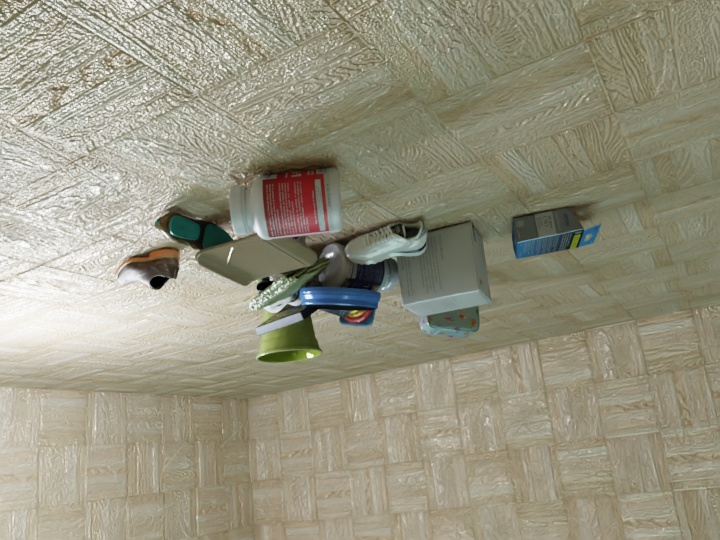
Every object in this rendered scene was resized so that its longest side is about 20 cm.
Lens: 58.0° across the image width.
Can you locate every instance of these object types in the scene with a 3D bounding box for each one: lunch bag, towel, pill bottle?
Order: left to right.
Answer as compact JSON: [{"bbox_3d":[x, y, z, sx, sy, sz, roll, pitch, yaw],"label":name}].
[{"bbox_3d":[-0.131,-0.117,1.162,0.193,0.116,0.113,-6,164,-2],"label":"pill bottle"},{"bbox_3d":[-0.165,0.034,1.509,0.198,0.037,0.147,-32,176,43],"label":"towel"},{"bbox_3d":[0.000,0.000,1.596,0.196,0.115,0.110,8,158,-40],"label":"pill bottle"},{"bbox_3d":[0.278,0.121,2.035,0.194,0.166,0.077,6,156,-20],"label":"lunch bag"}]

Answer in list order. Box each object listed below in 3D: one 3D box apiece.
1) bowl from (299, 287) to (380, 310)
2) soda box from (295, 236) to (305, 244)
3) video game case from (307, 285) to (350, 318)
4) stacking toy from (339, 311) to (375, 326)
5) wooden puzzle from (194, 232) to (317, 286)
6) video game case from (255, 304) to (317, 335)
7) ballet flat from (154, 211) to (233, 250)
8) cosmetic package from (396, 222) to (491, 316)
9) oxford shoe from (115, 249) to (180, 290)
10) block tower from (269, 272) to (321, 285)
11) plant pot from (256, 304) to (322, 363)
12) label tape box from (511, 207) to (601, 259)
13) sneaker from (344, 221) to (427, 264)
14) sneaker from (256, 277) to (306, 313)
[{"bbox_3d":[-0.048,0.069,1.538,0.193,0.041,0.201,2,173,0],"label":"bowl"},{"bbox_3d":[-0.202,-0.047,1.446,0.067,0.066,0.198,9,157,-37],"label":"soda box"},{"bbox_3d":[-0.111,0.071,1.807,0.194,0.019,0.143,18,149,-12],"label":"video game case"},{"bbox_3d":[-0.031,0.076,1.888,0.112,0.113,0.201,2,155,20],"label":"stacking toy"},{"bbox_3d":[-0.214,-0.032,1.345,0.195,0.038,0.184,-18,154,24],"label":"wooden puzzle"},{"bbox_3d":[-0.157,0.102,1.702,0.197,0.026,0.180,-21,-171,42],"label":"video game case"},{"bbox_3d":[-0.341,-0.071,1.329,0.071,0.070,0.198,7,173,33],"label":"ballet flat"},{"bbox_3d":[0.205,0.003,1.595,0.194,0.171,0.164,-11,163,19],"label":"cosmetic package"},{"bbox_3d":[-0.496,0.010,1.497,0.195,0.075,0.071,-17,161,31],"label":"oxford shoe"},{"bbox_3d":[-0.142,0.000,1.642,0.196,0.060,0.053,9,158,-38],"label":"block tower"},{"bbox_3d":[-0.213,0.159,1.903,0.193,0.191,0.201,-5,163,-2],"label":"plant pot"},{"bbox_3d":[0.467,-0.093,1.568,0.193,0.068,0.143,-13,163,10],"label":"label tape box"},{"bbox_3d":[0.056,-0.071,1.485,0.193,0.079,0.081,-12,152,2],"label":"sneaker"},{"bbox_3d":[-0.235,0.053,1.705,0.113,0.078,0.198,24,156,-32],"label":"sneaker"}]
